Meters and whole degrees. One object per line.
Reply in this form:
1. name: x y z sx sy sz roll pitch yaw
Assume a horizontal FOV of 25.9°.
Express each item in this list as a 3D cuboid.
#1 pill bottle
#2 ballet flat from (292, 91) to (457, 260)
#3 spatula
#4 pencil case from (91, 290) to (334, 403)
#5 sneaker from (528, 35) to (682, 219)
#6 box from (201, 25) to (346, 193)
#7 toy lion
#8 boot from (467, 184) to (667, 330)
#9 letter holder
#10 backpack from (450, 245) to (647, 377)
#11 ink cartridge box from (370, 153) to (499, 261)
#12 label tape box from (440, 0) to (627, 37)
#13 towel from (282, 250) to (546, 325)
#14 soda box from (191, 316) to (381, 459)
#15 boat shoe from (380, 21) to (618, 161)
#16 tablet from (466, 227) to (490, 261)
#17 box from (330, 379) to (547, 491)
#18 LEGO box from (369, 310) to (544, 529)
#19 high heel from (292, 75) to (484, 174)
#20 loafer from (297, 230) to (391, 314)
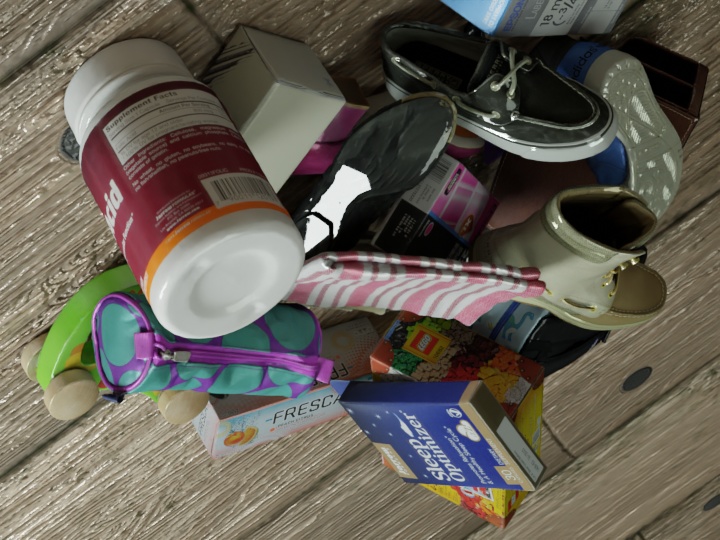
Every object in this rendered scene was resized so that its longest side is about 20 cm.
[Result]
1. pill bottle: -0.130 -0.062 1.101 0.113 0.201 0.115 -22 147 -16
2. ballet flat: 0.007 -0.077 1.253 0.200 0.066 0.057 -44 -177 34
3. spatula: 0.113 -0.154 1.365 0.056 0.021 0.200 -43 147 -9
4. pencil case: -0.123 0.064 1.293 0.198 0.092 0.086 5 101 -43
5. sneaker: 0.202 -0.125 1.337 0.077 0.111 0.200 -48 139 -11
6. box: -0.105 -0.087 1.216 0.082 0.069 0.200 9 129 -48
7. toy lion: -0.166 0.039 1.348 0.199 0.069 0.193 7 124 -46
8. boot: 0.212 -0.011 1.346 0.198 0.073 0.154 14 155 -23
9. letter holder: 0.210 -0.113 1.442 0.101 0.141 0.201 -63 177 -53
10. backpack: 0.175 0.036 1.549 0.200 0.153 0.164 -44 167 -53
11. ink cartridge box: 0.072 -0.038 1.350 0.095 0.037 0.200 -59 162 0
12. label tape box: 0.139 -0.255 1.213 0.198 0.064 0.145 -8 140 -36
13. towel: 0.035 0.015 1.291 0.197 0.030 0.146 5 168 -20
14. soda box: -0.066 0.112 1.521 0.198 0.069 0.064 -16 143 -27
15. boat shoe: 0.105 -0.142 1.224 0.064 0.198 0.071 74 37 -63
16. tablet: 0.154 0.010 1.634 0.129 0.014 0.201 -19 147 -23
17. box: 0.062 0.150 1.437 0.121 0.199 0.033 52 56 -28
18. LEGO box: 0.094 0.141 1.511 0.077 0.148 0.201 -52 155 -28
19. high heel: 0.015 -0.104 1.307 0.199 0.068 0.096 2 141 -47
20. loafer: 0.000 0.000 1.408 0.199 0.068 0.076 -3 117 -51
